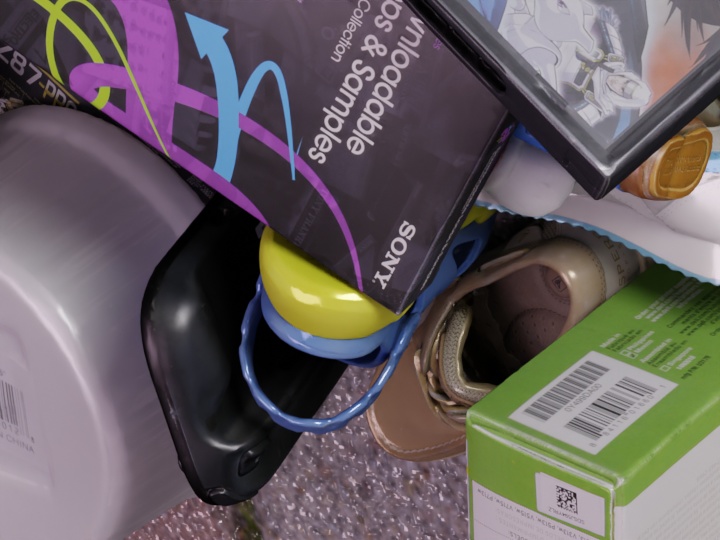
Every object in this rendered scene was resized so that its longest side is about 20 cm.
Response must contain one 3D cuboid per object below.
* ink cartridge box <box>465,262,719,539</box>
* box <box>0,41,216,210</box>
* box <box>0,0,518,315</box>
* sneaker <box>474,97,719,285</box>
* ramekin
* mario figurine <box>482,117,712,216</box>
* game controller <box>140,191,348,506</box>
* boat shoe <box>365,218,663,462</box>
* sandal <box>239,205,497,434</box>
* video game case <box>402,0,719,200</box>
[{"bbox_3d":[0.114,0.118,1.177,0.075,0.148,0.201,22,129,33],"label":"ink cartridge box"},{"bbox_3d":[-0.107,-0.013,1.383,0.200,0.049,0.162,41,139,16],"label":"box"},{"bbox_3d":[-0.034,-0.093,1.046,0.199,0.036,0.143,33,128,7],"label":"box"},{"bbox_3d":[0.091,-0.061,1.149,0.199,0.076,0.081,18,118,29],"label":"sneaker"},{"bbox_3d":[-0.145,0.036,1.340,0.200,0.098,0.201,24,132,30],"label":"ramekin"},{"bbox_3d":[0.045,-0.098,1.094,0.199,0.106,0.124,22,85,27],"label":"mario figurine"},{"bbox_3d":[-0.035,0.008,1.216,0.042,0.200,0.105,-13,113,29],"label":"game controller"},{"bbox_3d":[0.051,0.032,1.246,0.072,0.065,0.200,53,139,3],"label":"boat shoe"},{"bbox_3d":[0.000,0.000,1.173,0.079,0.200,0.087,25,118,12],"label":"sandal"},{"bbox_3d":[0.089,-0.151,0.993,0.181,0.200,0.026,46,162,10],"label":"video game case"}]
